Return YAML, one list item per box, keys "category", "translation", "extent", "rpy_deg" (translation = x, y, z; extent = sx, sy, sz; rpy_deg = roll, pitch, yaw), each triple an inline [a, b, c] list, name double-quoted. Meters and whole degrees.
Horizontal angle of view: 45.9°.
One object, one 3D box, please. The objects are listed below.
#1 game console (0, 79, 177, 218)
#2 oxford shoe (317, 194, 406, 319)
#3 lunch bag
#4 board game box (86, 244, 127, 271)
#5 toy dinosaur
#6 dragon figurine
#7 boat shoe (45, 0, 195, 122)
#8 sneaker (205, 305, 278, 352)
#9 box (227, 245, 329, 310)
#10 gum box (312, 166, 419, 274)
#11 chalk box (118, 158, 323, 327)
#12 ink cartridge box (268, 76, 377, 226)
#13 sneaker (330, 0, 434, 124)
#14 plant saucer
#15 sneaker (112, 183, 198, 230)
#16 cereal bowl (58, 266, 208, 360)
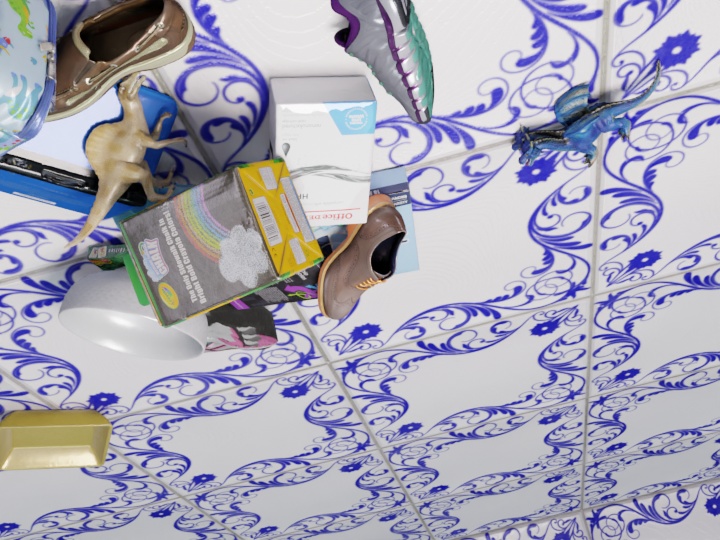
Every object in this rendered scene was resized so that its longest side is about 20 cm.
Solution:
- category: "game console"
  translation: [-0.332, -0.147, 0.947]
  extent: [0.198, 0.120, 0.170]
  rpy_deg: [16, 165, -36]
- category: "oxford shoe"
  translation: [0.000, 0.000, 1.118]
  extent: [0.071, 0.073, 0.201]
  rpy_deg: [-5, 135, -36]
- category: "lunch bag"
  translation: [-0.366, -0.172, 0.781]
  extent: [0.199, 0.162, 0.082]
  rpy_deg: [-25, 149, 25]
- category: "board game box"
  translation: [-0.259, -0.006, 1.147]
  extent: [0.198, 0.024, 0.105]
  rpy_deg: [-3, 151, 24]
- category: "toy dinosaur"
  translation: [-0.251, -0.111, 0.924]
  extent: [0.100, 0.202, 0.058]
  rpy_deg: [18, -178, -21]
- category: "dragon figurine"
  translation: [0.279, -0.188, 1.055]
  extent: [0.099, 0.059, 0.200]
  rpy_deg: [15, 141, -37]
- category: "boat shoe"
  translation: [-0.262, -0.212, 0.817]
  extent: [0.201, 0.075, 0.075]
  rpy_deg: [-28, 167, 1]
- category: "sneaker"
  translation: [-0.230, 0.094, 1.342]
  extent: [0.197, 0.081, 0.086]
  rpy_deg: [6, 157, -12]
- category: "box"
  translation: [-0.134, 0.001, 1.192]
  extent: [0.198, 0.036, 0.143]
  rpy_deg: [-7, 148, 26]
- category: "gum box"
  translation: [-0.008, -0.052, 1.192]
  extent: [0.168, 0.045, 0.201]
  rpy_deg: [-11, 149, 2]
- category: "chalk box"
  translation: [-0.164, -0.024, 0.919]
  extent: [0.198, 0.126, 0.124]
  rpy_deg: [-21, -177, 23]
- category: "ink cartridge box"
  translation: [-0.047, -0.119, 0.993]
  extent: [0.114, 0.067, 0.202]
  rpy_deg: [-4, 127, -12]
- category: "sneaker"
  translation: [0.024, -0.236, 0.908]
  extent: [0.086, 0.075, 0.201]
  rpy_deg: [-2, 144, 18]
- category: "plant saucer"
  translation: [-0.571, 0.310, 1.583]
  extent: [0.198, 0.049, 0.201]
  rpy_deg: [2, 146, -22]
- category: "sneaker"
  translation: [-0.203, -0.076, 1.066]
  extent: [0.198, 0.081, 0.130]
  rpy_deg: [6, -169, 25]
- category: "cereal bowl"
  translation: [-0.301, 0.052, 1.161]
  extent: [0.197, 0.084, 0.201]
  rpy_deg: [8, 156, 4]
